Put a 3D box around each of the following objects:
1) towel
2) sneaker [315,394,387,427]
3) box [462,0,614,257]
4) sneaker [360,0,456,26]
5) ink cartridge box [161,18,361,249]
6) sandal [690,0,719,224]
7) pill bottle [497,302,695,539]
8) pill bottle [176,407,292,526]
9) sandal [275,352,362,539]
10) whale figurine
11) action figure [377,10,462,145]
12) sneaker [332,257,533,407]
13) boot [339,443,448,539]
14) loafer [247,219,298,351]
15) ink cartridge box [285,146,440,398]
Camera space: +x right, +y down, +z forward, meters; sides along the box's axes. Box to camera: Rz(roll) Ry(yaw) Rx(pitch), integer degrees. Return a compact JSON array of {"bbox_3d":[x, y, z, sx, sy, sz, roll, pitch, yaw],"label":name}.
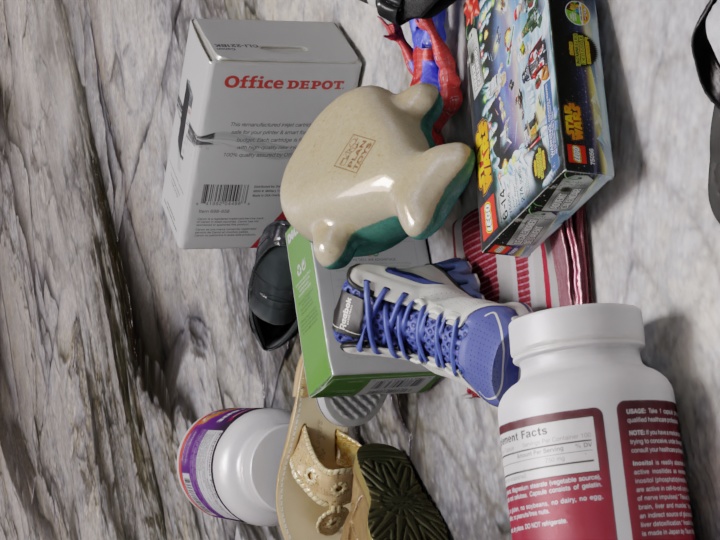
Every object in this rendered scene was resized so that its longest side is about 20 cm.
[{"bbox_3d":[0.113,0.017,1.347,0.200,0.023,0.145,161,107,-68],"label":"towel"},{"bbox_3d":[-0.012,0.038,1.593,0.079,0.078,0.201,-22,60,62],"label":"sneaker"},{"bbox_3d":[0.118,-0.127,1.270,0.137,0.040,0.201,130,141,-60],"label":"box"},{"bbox_3d":[0.069,-0.275,1.393,0.112,0.073,0.200,37,104,15],"label":"sneaker"},{"bbox_3d":[-0.093,-0.125,1.694,0.084,0.144,0.201,-118,34,-48],"label":"ink cartridge box"},{"bbox_3d":[0.215,-0.117,1.044,0.075,0.045,0.201,-146,57,-64],"label":"sandal"},{"bbox_3d":[0.145,0.127,1.148,0.113,0.112,0.201,147,120,-65],"label":"pill bottle"},{"bbox_3d":[-0.098,0.187,1.774,0.200,0.111,0.112,170,98,-68],"label":"pill bottle"},{"bbox_3d":[-0.029,0.165,1.644,0.070,0.077,0.213,169,103,-74],"label":"sandal"},{"bbox_3d":[0.026,-0.062,1.385,0.160,0.104,0.200,-59,31,-9],"label":"whale figurine"},{"bbox_3d":[0.051,-0.190,1.461,0.065,0.051,0.201,173,93,-65],"label":"action figure"},{"bbox_3d":[0.044,0.045,1.339,0.199,0.115,0.081,-138,51,-65],"label":"sneaker"},{"bbox_3d":[0.016,0.272,1.562,0.175,0.066,0.201,-103,22,-58],"label":"boot"},{"bbox_3d":[-0.069,0.016,1.710,0.201,0.068,0.071,106,-179,-65],"label":"loafer"},{"bbox_3d":[0.000,0.000,1.521,0.059,0.103,0.201,134,131,-60],"label":"ink cartridge box"}]
